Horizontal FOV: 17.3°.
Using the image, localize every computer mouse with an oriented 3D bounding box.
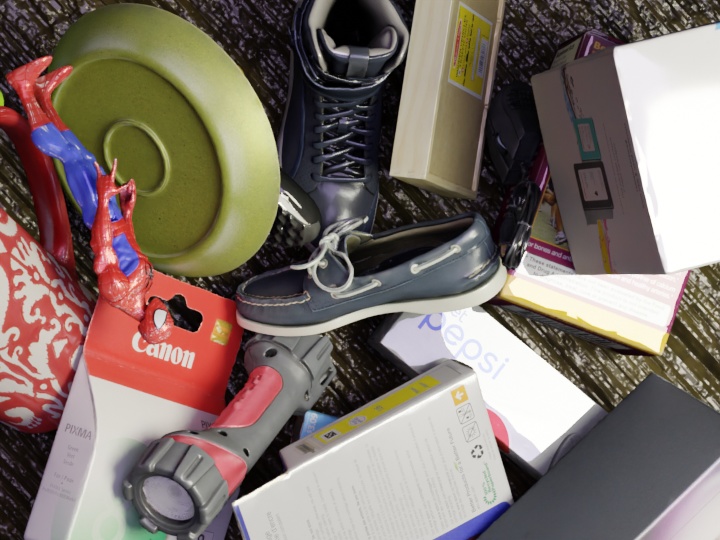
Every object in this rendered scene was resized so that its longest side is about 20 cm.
[{"bbox_3d":[0.102,-0.070,1.650,0.034,0.200,0.059,20,124,-9],"label":"computer mouse"}]

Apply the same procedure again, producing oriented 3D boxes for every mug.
[{"bbox_3d":[-0.242,0.005,1.562,0.178,0.133,0.200,-44,139,1],"label":"mug"}]

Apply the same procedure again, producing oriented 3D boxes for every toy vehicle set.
[{"bbox_3d":[0.067,-0.156,1.668,0.026,0.124,0.201,8,87,20],"label":"toy vehicle set"}]

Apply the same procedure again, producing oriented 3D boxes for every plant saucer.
[{"bbox_3d":[-0.144,-0.081,1.605,0.200,0.200,0.031,56,42,-4],"label":"plant saucer"}]

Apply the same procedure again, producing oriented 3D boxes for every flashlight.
[{"bbox_3d":[-0.088,0.100,1.614,0.068,0.200,0.068,11,128,21],"label":"flashlight"}]

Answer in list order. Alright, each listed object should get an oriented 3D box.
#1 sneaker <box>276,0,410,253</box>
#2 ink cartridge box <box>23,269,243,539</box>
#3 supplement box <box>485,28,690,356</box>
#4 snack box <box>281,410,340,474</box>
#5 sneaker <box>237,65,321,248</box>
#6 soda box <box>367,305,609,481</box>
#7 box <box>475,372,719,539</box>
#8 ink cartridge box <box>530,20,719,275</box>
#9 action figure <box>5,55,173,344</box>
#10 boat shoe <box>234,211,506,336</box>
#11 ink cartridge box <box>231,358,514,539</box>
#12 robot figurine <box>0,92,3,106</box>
[{"bbox_3d":[-0.013,-0.108,1.643,0.076,0.146,0.204,-2,90,-11],"label":"sneaker"},{"bbox_3d":[-0.136,0.108,1.618,0.161,0.050,0.201,23,85,-53],"label":"ink cartridge box"},{"bbox_3d":[0.176,-0.053,1.693,0.130,0.103,0.201,21,86,-8],"label":"supplement box"},{"bbox_3d":[-0.013,0.210,1.688,0.116,0.037,0.201,15,86,-10],"label":"snack box"},{"bbox_3d":[-0.094,-0.102,1.650,0.200,0.070,0.090,36,64,10],"label":"sneaker"},{"bbox_3d":[0.103,0.087,1.697,0.200,0.063,0.068,40,83,-6],"label":"soda box"},{"bbox_3d":[0.207,0.219,1.643,0.200,0.123,0.199,-43,122,-9],"label":"box"},{"bbox_3d":[0.218,-0.082,1.547,0.146,0.200,0.147,-14,92,-10],"label":"ink cartridge box"},{"bbox_3d":[-0.170,-0.044,1.550,0.051,0.065,0.201,-23,81,5],"label":"action figure"},{"bbox_3d":[0.000,0.000,1.636,0.199,0.075,0.062,-6,125,24],"label":"boat shoe"},{"bbox_3d":[0.017,0.192,1.630,0.199,0.047,0.199,-25,113,-19],"label":"ink cartridge box"},{"bbox_3d":[-0.326,-0.131,1.605,0.174,0.116,0.201,-1,89,18],"label":"robot figurine"}]
